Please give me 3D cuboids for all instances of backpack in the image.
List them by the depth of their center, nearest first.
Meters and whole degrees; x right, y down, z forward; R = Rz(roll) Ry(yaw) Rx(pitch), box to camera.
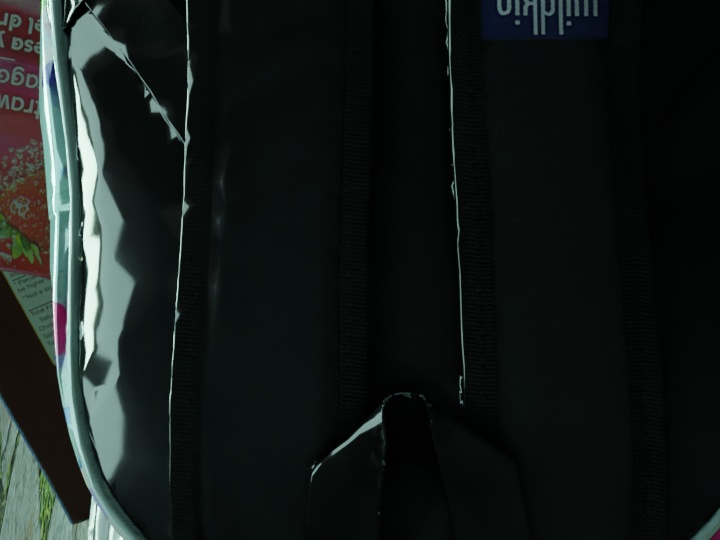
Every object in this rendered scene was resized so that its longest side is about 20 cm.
[{"bbox_3d":[0.016,-0.012,0.687,0.151,0.177,0.201,74,-166,-75],"label":"backpack"}]

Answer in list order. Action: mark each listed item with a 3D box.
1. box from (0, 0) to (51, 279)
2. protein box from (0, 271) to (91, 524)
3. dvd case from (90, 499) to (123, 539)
[{"bbox_3d":[-0.047,-0.038,0.939,0.100,0.199,0.096,-163,83,-78],"label":"box"},{"bbox_3d":[-0.099,-0.053,1.153,0.199,0.134,0.201,-106,-9,-63],"label":"protein box"},{"bbox_3d":[0.000,0.000,0.808,0.022,0.146,0.201,-9,71,53],"label":"dvd case"}]
